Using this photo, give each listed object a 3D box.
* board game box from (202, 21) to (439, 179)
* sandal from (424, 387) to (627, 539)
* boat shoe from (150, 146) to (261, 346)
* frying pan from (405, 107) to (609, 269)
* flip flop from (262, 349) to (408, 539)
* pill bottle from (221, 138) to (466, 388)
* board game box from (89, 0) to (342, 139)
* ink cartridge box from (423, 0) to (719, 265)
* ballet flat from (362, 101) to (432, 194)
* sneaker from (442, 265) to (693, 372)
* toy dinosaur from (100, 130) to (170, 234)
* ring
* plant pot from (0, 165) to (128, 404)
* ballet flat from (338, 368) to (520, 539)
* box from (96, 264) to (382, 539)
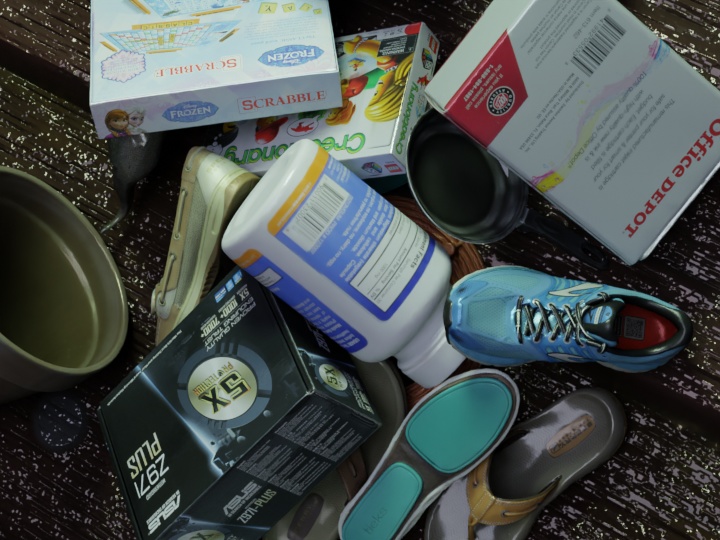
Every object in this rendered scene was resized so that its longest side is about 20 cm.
[{"bbox_3d":[-0.037,-0.129,1.413,0.199,0.035,0.127,-6,58,33],"label":"board game box"},{"bbox_3d":[0.125,0.167,1.355,0.200,0.055,0.082,-39,72,13],"label":"sandal"},{"bbox_3d":[-0.138,-0.008,1.429,0.063,0.073,0.201,34,129,19],"label":"boat shoe"},{"bbox_3d":[0.113,-0.068,1.362,0.031,0.189,0.116,-27,57,55],"label":"frying pan"},{"bbox_3d":[-0.027,0.154,1.398,0.081,0.058,0.201,31,101,17],"label":"flip flop"},{"bbox_3d":[0.000,0.000,1.341,0.200,0.112,0.112,39,97,-12],"label":"pill bottle"},{"bbox_3d":[-0.122,-0.200,1.416,0.198,0.041,0.200,-7,47,0],"label":"board game box"},{"bbox_3d":[0.171,-0.124,1.311,0.200,0.083,0.146,37,97,-18],"label":"ink cartridge box"},{"bbox_3d":[0.042,-0.114,1.422,0.199,0.068,0.063,-22,38,22],"label":"ballet flat"},{"bbox_3d":[0.160,0.033,1.301,0.199,0.090,0.079,3,83,-13],"label":"sneaker"},{"bbox_3d":[-0.189,-0.124,1.474,0.077,0.102,0.201,32,95,-22],"label":"toy dinosaur"},{"bbox_3d":[0.013,0.036,1.431,0.199,0.019,0.202,-2,83,18],"label":"ring"},{"bbox_3d":[-0.327,0.039,1.474,0.173,0.200,0.201,-35,73,30],"label":"plant pot"},{"bbox_3d":[0.055,0.147,1.369,0.069,0.069,0.200,46,109,18],"label":"ballet flat"},{"bbox_3d":[-0.103,0.117,1.380,0.200,0.086,0.164,-44,44,17],"label":"box"}]
